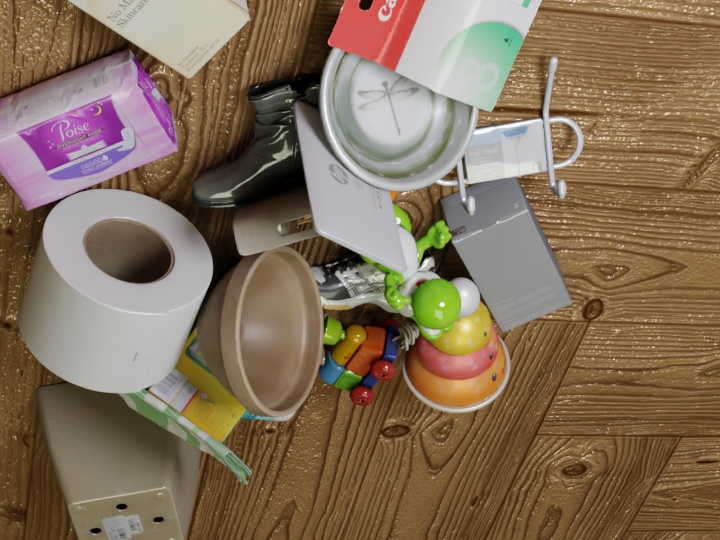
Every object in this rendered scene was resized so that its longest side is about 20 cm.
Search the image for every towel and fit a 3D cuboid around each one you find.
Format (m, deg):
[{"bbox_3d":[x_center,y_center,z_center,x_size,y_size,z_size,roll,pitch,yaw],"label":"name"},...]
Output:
[{"bbox_3d":[-0.226,0.187,1.758,0.023,0.199,0.153,-54,163,-12],"label":"towel"}]

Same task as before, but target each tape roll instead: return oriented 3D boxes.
[{"bbox_3d":[-0.286,0.023,1.684,0.201,0.204,0.140,9,133,-22],"label":"tape roll"}]

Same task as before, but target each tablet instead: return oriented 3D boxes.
[{"bbox_3d":[-0.012,-0.093,1.570,0.130,0.201,0.014,25,127,-34],"label":"tablet"}]

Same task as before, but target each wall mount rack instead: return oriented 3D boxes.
[{"bbox_3d":[0.172,-0.162,1.705,0.198,0.075,0.175,-10,108,-5],"label":"wall mount rack"}]

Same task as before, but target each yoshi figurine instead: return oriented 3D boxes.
[{"bbox_3d":[0.061,-0.005,1.738,0.112,0.112,0.201,-29,102,20],"label":"yoshi figurine"}]

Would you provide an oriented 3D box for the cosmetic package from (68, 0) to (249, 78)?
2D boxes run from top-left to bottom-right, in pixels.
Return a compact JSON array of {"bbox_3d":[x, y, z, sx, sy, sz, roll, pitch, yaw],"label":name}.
[{"bbox_3d":[-0.221,-0.295,1.469,0.199,0.073,0.103,29,122,-37],"label":"cosmetic package"}]

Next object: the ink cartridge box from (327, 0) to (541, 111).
[{"bbox_3d":[0.086,-0.277,1.544,0.199,0.050,0.162,15,108,-29],"label":"ink cartridge box"}]

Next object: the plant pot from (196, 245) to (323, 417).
[{"bbox_3d":[-0.129,0.070,1.709,0.092,0.202,0.201,1,143,27],"label":"plant pot"}]

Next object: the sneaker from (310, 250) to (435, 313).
[{"bbox_3d":[0.000,0.000,1.838,0.198,0.076,0.088,2,116,-17],"label":"sneaker"}]

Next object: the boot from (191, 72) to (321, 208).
[{"bbox_3d":[-0.112,-0.156,1.655,0.199,0.068,0.131,-17,130,-4],"label":"boot"}]

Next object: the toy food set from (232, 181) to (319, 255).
[{"bbox_3d":[-0.067,-0.063,1.672,0.142,0.200,0.061,-15,103,3],"label":"toy food set"}]

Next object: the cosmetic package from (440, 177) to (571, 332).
[{"bbox_3d":[0.187,-0.023,1.839,0.106,0.091,0.201,-21,133,9],"label":"cosmetic package"}]

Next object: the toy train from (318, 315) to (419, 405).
[{"bbox_3d":[-0.002,0.089,1.895,0.115,0.085,0.200,20,140,-13],"label":"toy train"}]

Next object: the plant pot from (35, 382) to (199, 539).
[{"bbox_3d":[-0.318,0.272,1.947,0.198,0.178,0.201,-10,136,-5],"label":"plant pot"}]

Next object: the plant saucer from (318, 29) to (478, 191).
[{"bbox_3d":[0.037,-0.189,1.607,0.199,0.050,0.202,-2,94,-26],"label":"plant saucer"}]

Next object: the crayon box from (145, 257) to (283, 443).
[{"bbox_3d":[-0.165,0.100,1.802,0.119,0.058,0.201,39,83,-18],"label":"crayon box"}]

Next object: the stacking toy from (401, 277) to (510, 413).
[{"bbox_3d":[0.125,0.080,1.861,0.145,0.147,0.201,-9,147,-4],"label":"stacking toy"}]

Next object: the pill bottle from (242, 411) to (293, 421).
[{"bbox_3d":[-0.182,0.136,1.890,0.198,0.111,0.111,6,133,-19],"label":"pill bottle"}]

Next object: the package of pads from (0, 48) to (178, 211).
[{"bbox_3d":[-0.312,-0.155,1.587,0.199,0.076,0.121,-21,137,7],"label":"package of pads"}]
